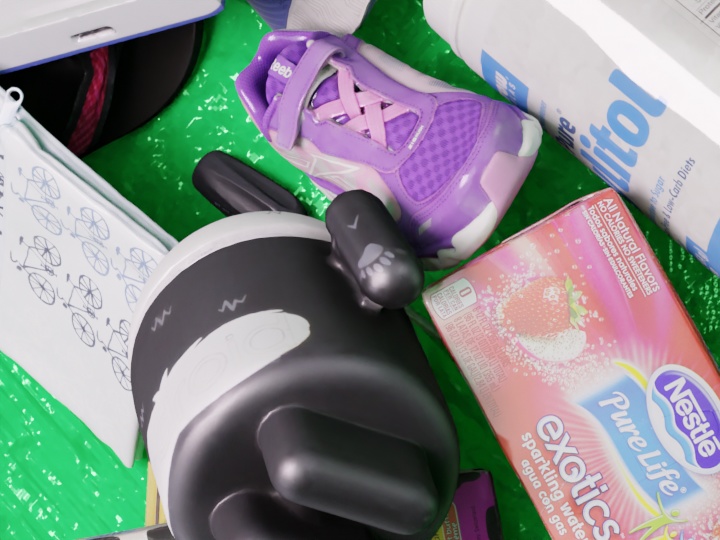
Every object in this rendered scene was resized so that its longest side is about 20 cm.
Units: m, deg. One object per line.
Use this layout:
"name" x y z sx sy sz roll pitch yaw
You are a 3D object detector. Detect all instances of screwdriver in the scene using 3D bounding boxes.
"screwdriver" 0.000 0.000 1.264 0.200 0.028 0.029 32 131 25

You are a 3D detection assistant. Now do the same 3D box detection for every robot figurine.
"robot figurine" -0.028 0.058 1.121 0.150 0.200 0.125 -27 121 2

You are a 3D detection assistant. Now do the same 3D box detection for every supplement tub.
"supplement tub" 0.139 -0.092 1.147 0.200 0.132 0.132 41 106 20

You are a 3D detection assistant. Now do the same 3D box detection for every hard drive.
"hard drive" -0.110 -0.189 1.262 0.132 0.025 0.200 -12 53 27

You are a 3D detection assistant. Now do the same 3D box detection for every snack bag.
"snack bag" -0.165 -0.017 1.277 0.200 0.021 0.189 42 149 16

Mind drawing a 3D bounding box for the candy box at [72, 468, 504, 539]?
"candy box" -0.030 0.171 1.216 0.200 0.061 0.136 -9 87 -3

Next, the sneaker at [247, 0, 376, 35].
"sneaker" 0.023 -0.180 1.227 0.081 0.115 0.199 51 145 -6

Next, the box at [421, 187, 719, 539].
"box" 0.114 0.073 1.146 0.095 0.100 0.200 -29 87 4

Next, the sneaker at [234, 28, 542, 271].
"sneaker" 0.003 -0.062 1.177 0.080 0.088 0.200 -55 27 -3

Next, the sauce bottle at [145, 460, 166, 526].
"sauce bottle" -0.068 0.099 1.277 0.065 0.065 0.200 5 92 25

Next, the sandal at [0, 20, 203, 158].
"sandal" -0.153 -0.082 1.324 0.200 0.045 0.075 -41 81 20
